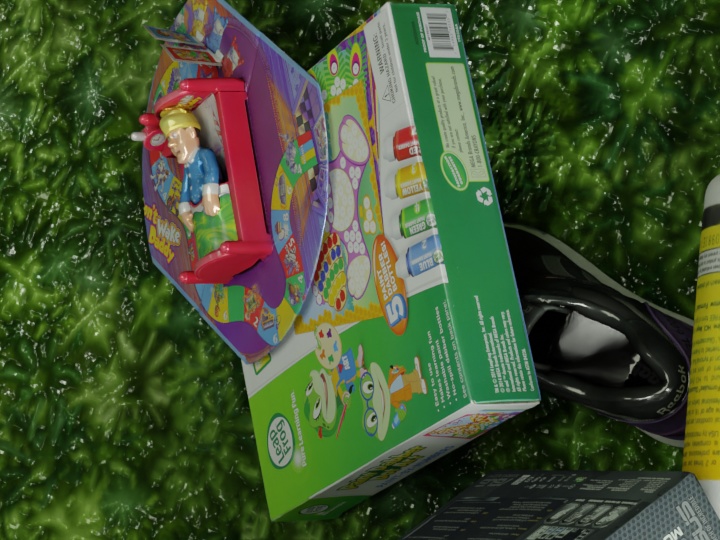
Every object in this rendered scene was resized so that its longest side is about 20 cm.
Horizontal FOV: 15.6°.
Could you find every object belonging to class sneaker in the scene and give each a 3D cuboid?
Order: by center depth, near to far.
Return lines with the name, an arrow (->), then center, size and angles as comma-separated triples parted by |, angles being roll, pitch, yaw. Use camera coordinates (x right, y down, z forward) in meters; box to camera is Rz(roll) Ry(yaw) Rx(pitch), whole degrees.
sneaker -> 0.083, 0.020, 1.252 | 0.199, 0.087, 0.076 | 21, 92, 32

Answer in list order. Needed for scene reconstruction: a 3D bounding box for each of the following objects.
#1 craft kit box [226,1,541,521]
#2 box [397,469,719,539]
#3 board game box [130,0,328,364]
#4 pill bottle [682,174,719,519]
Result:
craft kit box -> 0.000, 0.000, 1.281 | 0.197, 0.048, 0.201 | -38, 59, 55
box -> 0.054, 0.150, 1.162 | 0.051, 0.157, 0.200 | 60, 157, -8
board game box -> -0.083, -0.049, 1.335 | 0.200, 0.039, 0.159 | 44, 127, 50
pill bottle -> 0.200, 0.060, 1.162 | 0.112, 0.112, 0.202 | 2, 82, 30
